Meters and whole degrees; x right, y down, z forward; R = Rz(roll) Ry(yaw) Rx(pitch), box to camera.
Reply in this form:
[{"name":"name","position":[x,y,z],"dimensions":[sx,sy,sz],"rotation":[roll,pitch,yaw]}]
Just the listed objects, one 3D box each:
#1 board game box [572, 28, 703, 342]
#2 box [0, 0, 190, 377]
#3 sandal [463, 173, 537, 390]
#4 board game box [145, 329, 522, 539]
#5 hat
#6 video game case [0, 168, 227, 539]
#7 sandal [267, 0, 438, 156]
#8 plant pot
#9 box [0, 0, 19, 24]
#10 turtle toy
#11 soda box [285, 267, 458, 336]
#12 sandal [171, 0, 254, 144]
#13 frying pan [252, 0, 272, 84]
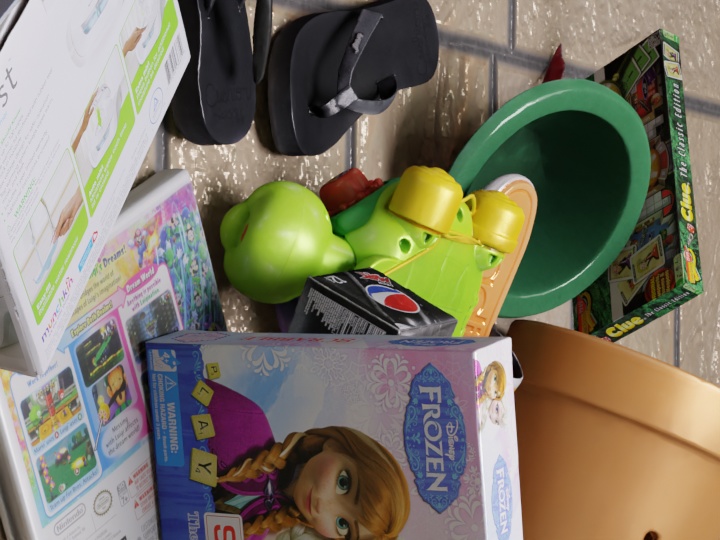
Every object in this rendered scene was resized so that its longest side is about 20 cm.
[{"name":"board game box","position":[0.179,-0.054,1.694],"dimensions":[0.023,0.105,0.201],"rotation":[20,53,-31]},{"name":"box","position":[-0.161,-0.089,1.126],"dimensions":[0.177,0.096,0.201],"rotation":[79,27,-53]},{"name":"sandal","position":[0.071,0.044,1.548],"dimensions":[0.079,0.059,0.208],"rotation":[11,103,-50]},{"name":"board game box","position":[-0.012,0.133,1.278],"dimensions":[0.041,0.198,0.202],"rotation":[-16,104,-57]},{"name":"hat","position":[0.081,-0.079,1.664],"dimensions":[0.199,0.176,0.166],"rotation":[25,102,-44]},{"name":"video game case","position":[-0.126,0.068,1.303],"dimensions":[0.200,0.024,0.183],"rotation":[-40,123,-52]},{"name":"sandal","position":[0.002,-0.126,1.509],"dimensions":[0.200,0.043,0.077],"rotation":[-39,122,-54]},{"name":"plant pot","position":[0.166,0.134,1.661],"dimensions":[0.200,0.199,0.141],"rotation":[33,77,-55]},{"name":"box","position":[-0.241,-0.173,0.954],"dimensions":[0.104,0.181,0.201],"rotation":[-59,137,-41]},{"name":"turtle toy","position":[0.000,0.000,1.443],"dimensions":[0.200,0.101,0.147],"rotation":[18,97,-56]},{"name":"soda box","position":[-0.023,0.102,1.357],"dimensions":[0.071,0.063,0.201],"rotation":[-9,126,-59]},{"name":"sandal","position":[-0.078,-0.169,1.357],"dimensions":[0.076,0.043,0.202],"rotation":[-31,116,-56]},{"name":"frying pan","position":[-0.050,-0.199,1.313],"dimensions":[0.190,0.031,0.116],"rotation":[108,-13,-56]}]
